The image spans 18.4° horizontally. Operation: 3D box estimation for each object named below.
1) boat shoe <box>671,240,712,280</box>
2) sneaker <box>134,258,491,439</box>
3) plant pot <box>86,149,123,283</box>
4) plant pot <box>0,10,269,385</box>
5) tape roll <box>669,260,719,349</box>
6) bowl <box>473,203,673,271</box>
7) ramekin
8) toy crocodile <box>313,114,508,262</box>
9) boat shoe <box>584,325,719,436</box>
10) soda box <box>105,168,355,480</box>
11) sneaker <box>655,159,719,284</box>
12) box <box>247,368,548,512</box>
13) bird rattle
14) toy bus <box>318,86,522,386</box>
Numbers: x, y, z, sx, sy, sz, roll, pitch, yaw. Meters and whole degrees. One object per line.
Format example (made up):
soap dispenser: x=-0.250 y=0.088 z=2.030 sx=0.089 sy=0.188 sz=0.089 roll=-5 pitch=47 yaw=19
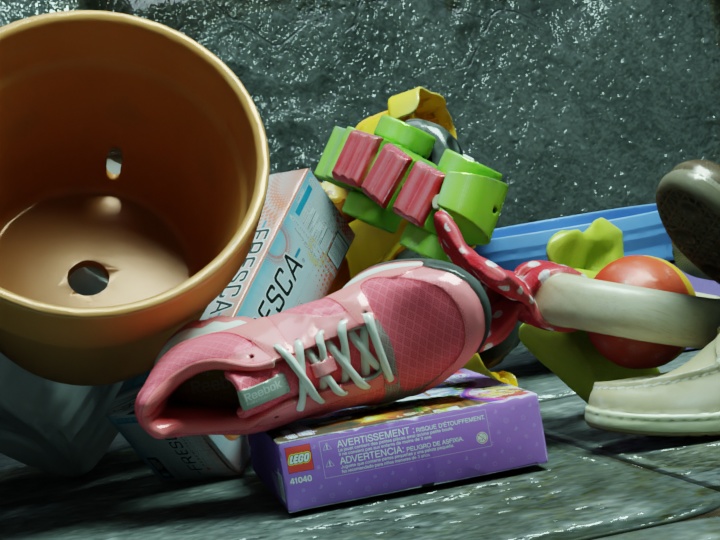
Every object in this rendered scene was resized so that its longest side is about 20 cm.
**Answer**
boat shoe: x=0.265 y=-0.040 z=1.338 sx=0.199 sy=0.072 sz=0.076 roll=-9 pitch=-11 yaw=-33
sneaker: x=-0.027 y=0.053 z=1.146 sx=0.199 sy=0.074 sz=0.087 roll=-17 pitch=11 yaw=21
plant pot: x=-0.158 y=-0.054 z=1.465 sx=0.186 sy=0.188 sz=0.200 roll=-10 pitch=12 yaw=-5
plant pot: x=-0.155 y=-0.025 z=1.259 sx=0.199 sy=0.201 sz=0.140 roll=-10 pitch=-30 yaw=-13
tape roll: x=0.229 y=0.020 z=1.671 sx=0.199 sy=0.066 sz=0.200 roll=-9 pitch=2 yaw=0
bowl: x=0.149 y=-0.016 z=1.616 sx=0.200 sy=0.040 sz=0.201 roll=-9 pitch=3 yaw=0
ramekin: x=-0.229 y=0.048 z=1.415 sx=0.200 sy=0.098 sz=0.201 roll=26 pitch=-17 yaw=9
toy crocodile: x=0.026 y=-0.053 z=1.344 sx=0.062 sy=0.068 sz=0.200 roll=25 pitch=3 yaw=-34
boat shoe: x=0.212 y=0.045 z=1.154 sx=0.199 sy=0.065 sz=0.072 roll=-9 pitch=2 yaw=2
soda box: x=-0.076 y=0.031 z=1.354 sx=0.068 sy=0.064 sz=0.200 roll=-8 pitch=42 yaw=36
sneaker: x=0.236 y=-0.018 z=1.204 sx=0.200 sy=0.076 sz=0.070 roll=37 pitch=-18 yaw=-34
box: x=0.013 y=0.089 z=1.209 sx=0.136 sy=0.039 sz=0.200 roll=-10 pitch=3 yaw=-8
bird rattle: x=0.132 y=0.012 z=1.232 sx=0.162 sy=0.113 sz=0.200 roll=7 pitch=-8 yaw=31
toy bus: x=0.000 y=0.000 z=1.478 sx=0.191 sy=0.201 sz=0.136 roll=-15 pitch=-13 yaw=14
